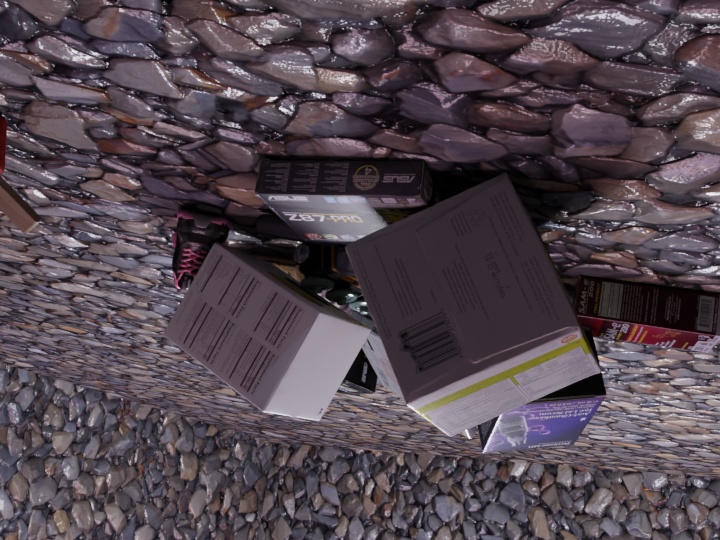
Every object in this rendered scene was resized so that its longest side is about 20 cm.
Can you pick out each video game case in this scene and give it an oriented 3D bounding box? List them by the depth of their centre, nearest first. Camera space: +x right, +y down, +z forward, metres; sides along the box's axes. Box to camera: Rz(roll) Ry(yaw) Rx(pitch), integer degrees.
[{"bbox_3d":[0.079,0.155,1.699,0.182,0.022,0.200,29,158,34],"label":"video game case"}]

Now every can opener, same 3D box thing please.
[{"bbox_3d":[-0.050,-0.045,1.473,0.199,0.079,0.063,15,169,27],"label":"can opener"}]

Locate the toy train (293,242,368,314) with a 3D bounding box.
[{"bbox_3d":[0.000,0.000,1.578,0.114,0.086,0.200,-14,154,36],"label":"toy train"}]

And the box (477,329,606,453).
[{"bbox_3d":[0.251,0.177,1.652,0.147,0.105,0.200,-4,151,-6],"label":"box"}]

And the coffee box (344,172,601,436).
[{"bbox_3d":[0.132,0.045,1.297,0.199,0.200,0.198,-25,156,10],"label":"coffee box"}]

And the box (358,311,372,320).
[{"bbox_3d":[0.108,0.100,1.710,0.144,0.036,0.200,-15,131,30],"label":"box"}]

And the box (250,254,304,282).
[{"bbox_3d":[-0.147,0.068,1.743,0.163,0.021,0.201,7,121,28],"label":"box"}]

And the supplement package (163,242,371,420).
[{"bbox_3d":[-0.126,0.084,1.564,0.200,0.151,0.152,32,-175,30],"label":"supplement package"}]

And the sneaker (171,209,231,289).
[{"bbox_3d":[-0.230,-0.022,1.602,0.079,0.096,0.200,13,163,-8],"label":"sneaker"}]

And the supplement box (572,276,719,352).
[{"bbox_3d":[0.395,0.062,1.593,0.199,0.061,0.109,8,165,9],"label":"supplement box"}]

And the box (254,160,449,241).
[{"bbox_3d":[0.000,-0.079,1.335,0.199,0.049,0.161,2,161,19],"label":"box"}]

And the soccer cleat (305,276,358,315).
[{"bbox_3d":[-0.046,0.025,1.729,0.199,0.068,0.081,8,152,7],"label":"soccer cleat"}]

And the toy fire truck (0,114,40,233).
[{"bbox_3d":[-0.457,-0.123,1.349,0.199,0.129,0.176,7,170,-43],"label":"toy fire truck"}]

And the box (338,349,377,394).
[{"bbox_3d":[-0.068,0.106,1.838,0.199,0.165,0.086,-2,162,33],"label":"box"}]
